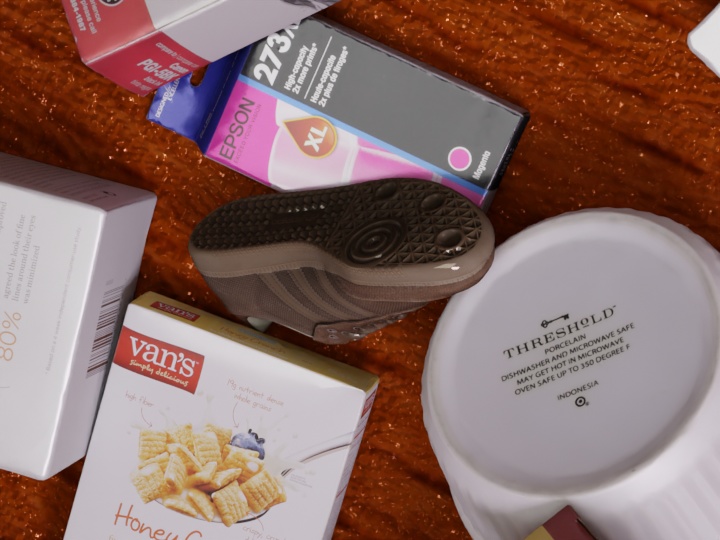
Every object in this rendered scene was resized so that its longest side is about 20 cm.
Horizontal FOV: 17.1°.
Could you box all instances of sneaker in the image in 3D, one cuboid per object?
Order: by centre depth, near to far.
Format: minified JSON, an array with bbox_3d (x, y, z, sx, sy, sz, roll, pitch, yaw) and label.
[{"bbox_3d":[0.000,0.000,1.262,0.199,0.071,0.076,4,136,42],"label":"sneaker"}]

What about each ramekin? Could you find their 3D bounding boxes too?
[{"bbox_3d":[0.122,0.061,1.206,0.201,0.094,0.204,-12,58,21],"label":"ramekin"}]

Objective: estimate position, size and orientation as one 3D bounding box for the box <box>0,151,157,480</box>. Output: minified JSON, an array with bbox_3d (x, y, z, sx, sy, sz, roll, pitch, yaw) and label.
[{"bbox_3d":[-0.232,0.009,1.318,0.199,0.106,0.153,16,99,9],"label":"box"}]

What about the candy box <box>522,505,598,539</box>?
[{"bbox_3d":[0.149,0.214,1.135,0.056,0.117,0.200,-37,123,-2],"label":"candy box"}]

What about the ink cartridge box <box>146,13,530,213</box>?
[{"bbox_3d":[-0.016,-0.083,1.301,0.199,0.037,0.095,26,100,10],"label":"ink cartridge box"}]

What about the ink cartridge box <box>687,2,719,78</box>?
[{"bbox_3d":[0.275,-0.087,1.221,0.200,0.068,0.116,45,101,4],"label":"ink cartridge box"}]

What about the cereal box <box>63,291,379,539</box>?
[{"bbox_3d":[-0.085,0.128,1.326,0.143,0.040,0.201,19,106,10],"label":"cereal box"}]

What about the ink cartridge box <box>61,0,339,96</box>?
[{"bbox_3d":[-0.066,-0.202,1.257,0.199,0.083,0.148,-23,75,13],"label":"ink cartridge box"}]
